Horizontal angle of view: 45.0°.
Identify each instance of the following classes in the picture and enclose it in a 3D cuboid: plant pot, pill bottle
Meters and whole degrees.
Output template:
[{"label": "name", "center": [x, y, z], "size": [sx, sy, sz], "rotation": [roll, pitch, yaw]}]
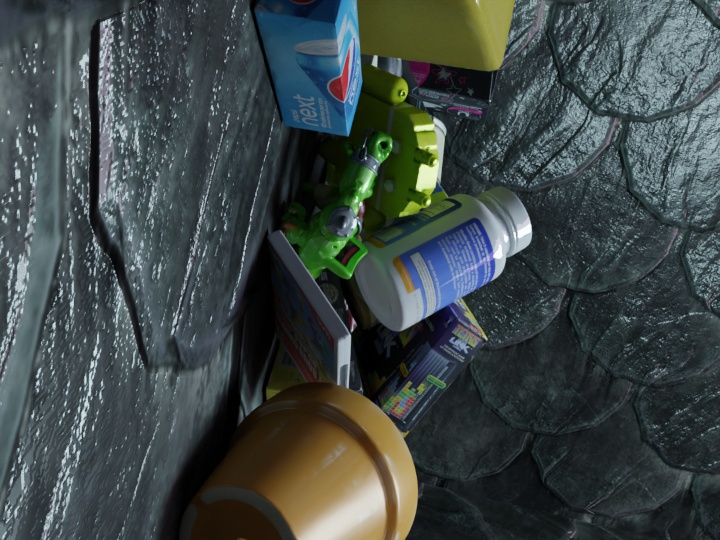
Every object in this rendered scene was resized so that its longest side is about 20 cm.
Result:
[{"label": "plant pot", "center": [-0.069, 0.227, 0.819], "size": [0.183, 0.198, 0.202], "rotation": [-21, 124, -64]}, {"label": "pill bottle", "center": [0.099, -0.021, 1.019], "size": [0.199, 0.112, 0.113], "rotation": [-27, 147, -19]}, {"label": "plant pot", "center": [0.047, -0.321, 0.799], "size": [0.200, 0.193, 0.196], "rotation": [27, 75, -76]}]

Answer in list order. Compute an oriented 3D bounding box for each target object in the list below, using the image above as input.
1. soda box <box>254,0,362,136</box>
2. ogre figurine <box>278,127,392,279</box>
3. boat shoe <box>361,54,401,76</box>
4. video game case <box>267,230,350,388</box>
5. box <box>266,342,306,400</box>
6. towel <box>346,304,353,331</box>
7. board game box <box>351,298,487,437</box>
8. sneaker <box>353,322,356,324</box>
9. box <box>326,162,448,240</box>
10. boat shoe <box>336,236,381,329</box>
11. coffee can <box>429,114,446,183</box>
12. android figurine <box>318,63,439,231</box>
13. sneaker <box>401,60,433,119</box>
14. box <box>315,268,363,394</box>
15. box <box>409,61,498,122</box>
[{"label": "soda box", "center": [-0.039, -0.192, 0.755], "size": [0.200, 0.067, 0.065], "rotation": [82, 20, -74]}, {"label": "ogre figurine", "center": [-0.029, -0.058, 0.949], "size": [0.199, 0.098, 0.121], "rotation": [-23, -145, 43]}, {"label": "boat shoe", "center": [0.027, -0.280, 1.072], "size": [0.061, 0.074, 0.202], "rotation": [10, 80, -40]}, {"label": "video game case", "center": [-0.055, 0.068, 0.926], "size": [0.143, 0.017, 0.201], "rotation": [54, -21, 28]}, {"label": "box", "center": [-0.088, 0.184, 1.120], "size": [0.201, 0.050, 0.076], "rotation": [94, 8, -46]}, {"label": "towel", "center": [-0.039, 0.081, 1.316], "size": [0.146, 0.030, 0.202], "rotation": [-122, -143, -72]}, {"label": "board game box", "center": [0.063, 0.089, 1.108], "size": [0.166, 0.056, 0.200], "rotation": [-53, -157, 13]}, {"label": "sneaker", "center": [-0.004, -0.032, 1.373], "size": [0.201, 0.080, 0.147], "rotation": [-77, 158, -47]}, {"label": "box", "center": [0.048, -0.081, 1.130], "size": [0.048, 0.121, 0.201], "rotation": [93, -28, -52]}, {"label": "boat shoe", "center": [0.000, -0.002, 1.142], "size": [0.201, 0.062, 0.074], "rotation": [-119, -163, -53]}, {"label": "coffee can", "center": [0.046, -0.119, 1.281], "size": [0.146, 0.145, 0.202], "rotation": [78, 19, -77]}, {"label": "android figurine", "center": [0.020, -0.136, 0.995], "size": [0.041, 0.200, 0.184], "rotation": [-11, 124, -35]}, {"label": "sneaker", "center": [0.051, -0.212, 1.136], "size": [0.073, 0.081, 0.202], "rotation": [-23, -116, 45]}, {"label": "box", "center": [-0.037, 0.100, 1.125], "size": [0.162, 0.049, 0.202], "rotation": [88, -9, -59]}, {"label": "box", "center": [0.096, -0.303, 1.224], "size": [0.115, 0.198, 0.134], "rotation": [56, 47, -84]}]
